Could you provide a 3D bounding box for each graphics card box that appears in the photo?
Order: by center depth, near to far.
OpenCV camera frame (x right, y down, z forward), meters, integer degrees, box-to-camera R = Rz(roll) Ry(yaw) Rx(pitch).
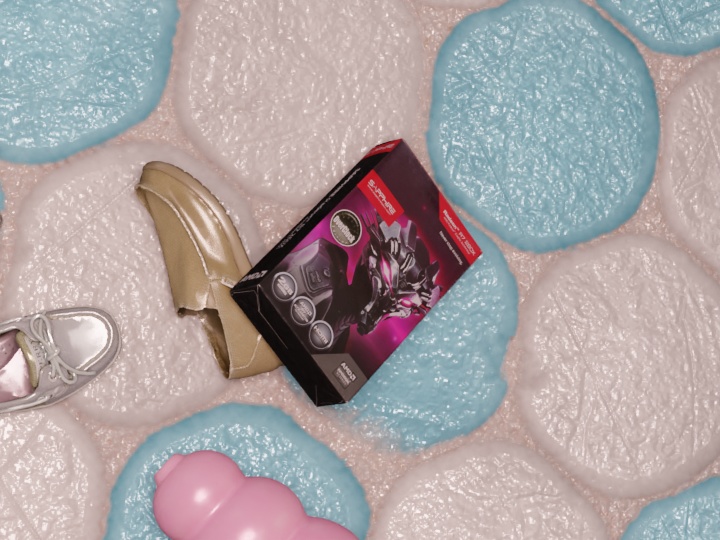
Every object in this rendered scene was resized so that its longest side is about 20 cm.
[{"bbox_3d":[0.000,0.000,1.400,0.200,0.051,0.126,-45,109,-31],"label":"graphics card box"}]

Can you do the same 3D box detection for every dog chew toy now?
[{"bbox_3d":[-0.082,0.221,1.360,0.200,0.125,0.125,43,75,1],"label":"dog chew toy"}]

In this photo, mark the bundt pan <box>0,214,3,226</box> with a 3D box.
[{"bbox_3d":[-0.373,-0.044,1.321,0.202,0.076,0.202,2,85,-17],"label":"bundt pan"}]

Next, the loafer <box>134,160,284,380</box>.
[{"bbox_3d":[-0.125,0.003,1.387,0.067,0.076,0.200,-36,95,-22],"label":"loafer"}]

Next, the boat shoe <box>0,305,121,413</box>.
[{"bbox_3d":[-0.281,0.078,1.340,0.202,0.065,0.075,-15,89,-17],"label":"boat shoe"}]
